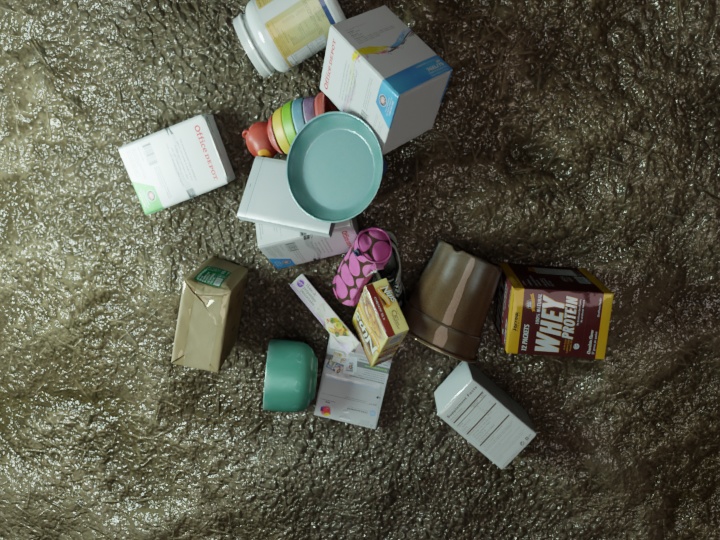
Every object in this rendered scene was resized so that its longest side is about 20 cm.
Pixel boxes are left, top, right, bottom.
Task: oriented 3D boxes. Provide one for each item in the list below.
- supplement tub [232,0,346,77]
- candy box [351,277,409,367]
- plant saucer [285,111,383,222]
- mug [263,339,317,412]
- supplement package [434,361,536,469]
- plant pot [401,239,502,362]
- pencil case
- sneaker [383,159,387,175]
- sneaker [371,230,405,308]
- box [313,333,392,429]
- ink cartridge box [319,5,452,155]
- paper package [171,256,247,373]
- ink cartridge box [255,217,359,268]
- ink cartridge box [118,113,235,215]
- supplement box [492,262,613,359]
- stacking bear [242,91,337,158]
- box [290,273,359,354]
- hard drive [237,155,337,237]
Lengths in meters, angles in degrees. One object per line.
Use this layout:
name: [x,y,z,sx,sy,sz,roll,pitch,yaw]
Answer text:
supplement tub: [-0.134,-0.480,1.236,0.196,0.145,0.147,-28,102,9]
candy box: [0.038,0.114,1.337,0.054,0.201,0.118,-17,69,-17]
plant saucer: [-0.046,-0.192,1.203,0.194,0.036,0.207,0,90,19]
mug: [-0.155,0.237,1.429,0.110,0.185,0.157,5,82,-5]
supplement package: [0.277,0.320,1.437,0.199,0.117,0.118,40,103,-7]
plant pot: [0.193,0.055,1.344,0.195,0.200,0.203,22,97,-4]
pencil case: [0.000,0.000,1.329,0.088,0.201,0.096,-12,66,-23]
sneaker: [-0.041,-0.202,1.318,0.193,0.115,0.083,-10,103,4]
sneaker: [0.057,0.021,1.385,0.073,0.088,0.206,-10,105,3]
box: [-0.015,0.250,1.471,0.151,0.041,0.206,12,103,0]
ink cartridge box: [0.042,-0.359,1.197,0.144,0.148,0.201,-31,69,-28]
paper package: [-0.316,0.090,1.361,0.100,0.200,0.197,12,104,-1]
ink cartridge box: [-0.105,-0.082,1.328,0.194,0.147,0.088,-14,71,5]
ink cartridge box: [-0.380,-0.224,1.341,0.194,0.084,0.150,-18,103,7]
supplement box: [0.390,0.079,1.329,0.193,0.198,0.137,3,105,2]
stacking bear: [-0.144,-0.284,1.307,0.194,0.122,0.117,-14,62,16]
box: [-0.078,0.097,1.410,0.039,0.041,0.201,-40,87,-3]
hard drive: [-0.134,-0.148,1.262,0.194,0.027,0.136,12,74,13]
